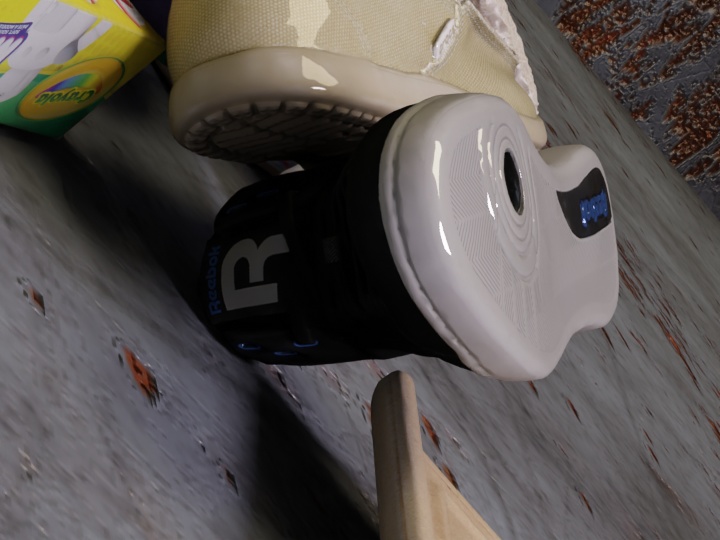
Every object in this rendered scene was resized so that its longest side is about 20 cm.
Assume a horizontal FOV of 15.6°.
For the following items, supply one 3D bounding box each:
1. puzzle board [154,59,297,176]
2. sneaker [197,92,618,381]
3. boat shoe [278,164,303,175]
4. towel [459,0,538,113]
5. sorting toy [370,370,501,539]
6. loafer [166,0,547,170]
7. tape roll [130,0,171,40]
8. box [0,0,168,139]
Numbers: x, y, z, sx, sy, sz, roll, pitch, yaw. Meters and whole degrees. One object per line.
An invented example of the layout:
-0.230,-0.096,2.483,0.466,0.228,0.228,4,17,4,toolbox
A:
-0.048,-0.085,1.045,0.151,0.017,0.200,57,12,29,puzzle board
0.000,0.000,0.715,0.200,0.112,0.073,9,73,-74,sneaker
0.016,-0.028,0.970,0.069,0.057,0.200,63,13,-5,boat shoe
-0.006,-0.144,0.962,0.132,0.034,0.200,24,-39,63,towel
0.057,0.137,0.692,0.200,0.036,0.185,54,9,-15,sorting toy
0.003,-0.066,0.787,0.200,0.075,0.068,7,74,-70,loafer
-0.056,-0.170,0.868,0.200,0.085,0.200,49,-23,28,tape roll
-0.121,-0.098,0.678,0.117,0.048,0.200,53,12,12,box
